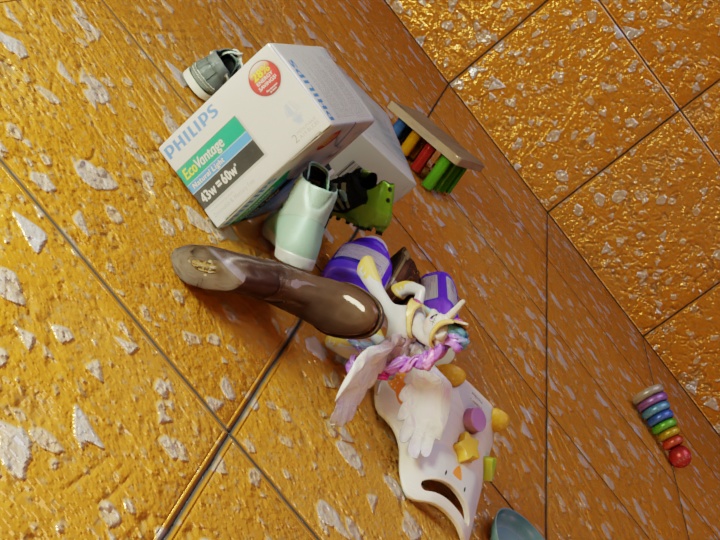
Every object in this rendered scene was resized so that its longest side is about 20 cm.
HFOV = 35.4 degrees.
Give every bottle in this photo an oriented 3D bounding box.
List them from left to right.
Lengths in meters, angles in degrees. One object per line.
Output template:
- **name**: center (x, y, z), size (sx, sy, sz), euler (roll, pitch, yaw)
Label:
- **bottle**: center (0.000, 0.000, 1.537), size (0.082, 0.066, 0.200), euler (21, 18, 3)
- **bottle**: center (0.119, 0.076, 1.724), size (0.201, 0.064, 0.085), euler (-85, 161, -64)

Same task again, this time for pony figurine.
- **pony figurine**: center (0.038, 0.097, 1.328), size (0.165, 0.196, 0.199), euler (22, 6, -36)

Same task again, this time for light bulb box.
- **light bulb box**: center (-0.110, -0.170, 1.400), size (0.125, 0.198, 0.200), euler (51, 19, 2)

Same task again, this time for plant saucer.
- **plant saucer**: center (0.227, 0.403, 1.462), size (0.200, 0.027, 0.201), euler (46, 20, -21)

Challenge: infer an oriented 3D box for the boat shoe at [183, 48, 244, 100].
- **boat shoe**: center (-0.191, -0.286, 1.638), size (0.073, 0.061, 0.200), euler (53, 18, 1)

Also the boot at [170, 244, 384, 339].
- **boot**: center (-0.089, 0.020, 1.223), size (0.184, 0.065, 0.199), euler (16, -3, 27)

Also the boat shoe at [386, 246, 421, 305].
- **boat shoe**: center (0.059, 0.020, 1.682), size (0.068, 0.072, 0.200), euler (49, 15, -4)

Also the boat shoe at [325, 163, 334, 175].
- **boat shoe**: center (-0.080, -0.152, 1.602), size (0.200, 0.071, 0.069), euler (-85, 155, -82)

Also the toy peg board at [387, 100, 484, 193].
- **toy peg board**: center (0.141, -0.253, 2.411), size (0.199, 0.098, 0.199), euler (41, 14, 16)

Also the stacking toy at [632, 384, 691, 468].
- **stacking toy**: center (0.740, 0.381, 2.730), size (0.085, 0.085, 0.202), euler (19, 42, -60)

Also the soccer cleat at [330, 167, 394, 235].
- **soccer cleat**: center (-0.016, -0.107, 1.601), size (0.067, 0.083, 0.199), euler (14, 4, -38)

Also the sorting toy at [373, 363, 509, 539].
- **sorting toy**: center (0.106, 0.235, 1.403), size (0.200, 0.106, 0.182), euler (43, 39, -28)

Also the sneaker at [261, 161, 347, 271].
- **sneaker**: center (-0.067, -0.078, 1.408), size (0.073, 0.120, 0.200), euler (20, 9, -15)

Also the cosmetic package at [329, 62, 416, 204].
- **cosmetic package**: center (-0.032, -0.214, 1.813), size (0.199, 0.122, 0.202), euler (38, 22, -39)
